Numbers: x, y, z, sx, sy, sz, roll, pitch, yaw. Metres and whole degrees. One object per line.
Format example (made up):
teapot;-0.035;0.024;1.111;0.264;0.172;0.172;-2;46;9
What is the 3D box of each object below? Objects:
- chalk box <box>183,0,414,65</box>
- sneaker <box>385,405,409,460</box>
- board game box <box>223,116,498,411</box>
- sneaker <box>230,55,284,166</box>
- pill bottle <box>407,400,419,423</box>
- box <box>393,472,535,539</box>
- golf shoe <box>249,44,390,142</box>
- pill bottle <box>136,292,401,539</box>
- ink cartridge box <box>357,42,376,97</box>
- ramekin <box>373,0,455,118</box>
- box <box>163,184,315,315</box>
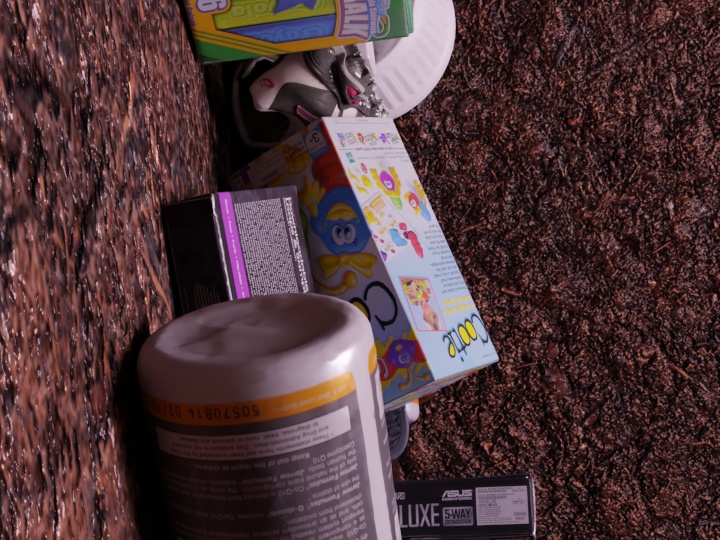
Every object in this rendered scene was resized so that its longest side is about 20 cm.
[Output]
chalk box;-0.027;-0.238;0.955;0.124;0.198;0.125;78;5;-52
sneaker;-0.008;0.088;1.347;0.201;0.066;0.078;62;2;2
board game box;0.000;0.000;1.020;0.105;0.103;0.201;-9;73;-58
sneaker;-0.072;-0.164;1.137;0.090;0.067;0.202;90;-3;-72
pill bottle;-0.005;0.063;1.443;0.113;0.112;0.201;68;15;-77
box;0.040;0.215;1.104;0.158;0.198;0.050;76;12;-62
golf shoe;-0.027;-0.131;1.077;0.078;0.088;0.200;66;5;17
pill bottle;-0.038;0.121;0.681;0.116;0.115;0.201;-87;169;-74
ink cartridge box;-0.050;-0.230;1.256;0.067;0.116;0.201;57;25;-80
ramekin;-0.014;-0.247;1.345;0.105;0.199;0.202;31;51;-75
box;-0.065;0.021;0.873;0.200;0.036;0.144;-21;101;-77
